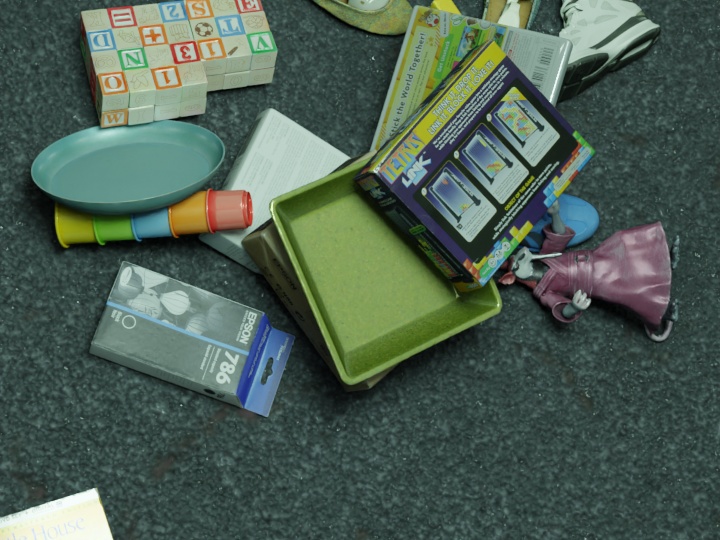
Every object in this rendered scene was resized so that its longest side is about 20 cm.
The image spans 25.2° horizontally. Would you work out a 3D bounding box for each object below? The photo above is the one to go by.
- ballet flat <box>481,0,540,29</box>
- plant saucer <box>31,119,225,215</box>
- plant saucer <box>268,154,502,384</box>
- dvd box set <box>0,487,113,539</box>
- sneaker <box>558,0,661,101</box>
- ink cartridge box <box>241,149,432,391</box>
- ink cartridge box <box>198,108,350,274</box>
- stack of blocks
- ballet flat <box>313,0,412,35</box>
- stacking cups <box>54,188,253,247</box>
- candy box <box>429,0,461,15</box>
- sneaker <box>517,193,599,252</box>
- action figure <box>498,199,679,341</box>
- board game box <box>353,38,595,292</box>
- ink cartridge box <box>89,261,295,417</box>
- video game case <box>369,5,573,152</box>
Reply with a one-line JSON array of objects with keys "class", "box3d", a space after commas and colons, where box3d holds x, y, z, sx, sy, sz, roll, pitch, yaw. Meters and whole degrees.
[{"class": "ballet flat", "box3d": [0.177, -0.306, 1.871, 0.074, 0.074, 0.200, 16, 68, -7]}, {"class": "plant saucer", "box3d": [-0.239, -0.104, 1.664, 0.199, 0.027, 0.200, -3, 28, 1]}, {"class": "plant saucer", "box3d": [0.020, -0.010, 1.633, 0.199, 0.048, 0.200, -24, 93, -24]}, {"class": "dvd box set", "box3d": [-0.293, 0.326, 1.551, 0.146, 0.029, 0.200, -15, 75, -18]}, {"class": "sneaker", "box3d": [0.245, -0.276, 1.884, 0.200, 0.076, 0.115, -28, 70, -29]}, {"class": "ink cartridge box", "box3d": [0.000, 0.000, 1.690, 0.165, 0.075, 0.200, -39, 98, -21]}, {"class": "ink cartridge box", "box3d": [-0.056, -0.057, 1.749, 0.200, 0.047, 0.160, 32, 65, -19]}, {"class": "stack of blocks", "box3d": [-0.195, -0.230, 1.748, 0.199, 0.059, 0.115, -10, 62, -17]}, {"class": "ballet flat", "box3d": [-0.026, -0.330, 1.832, 0.200, 0.071, 0.071, 26, 67, -4]}, {"class": "stacking cups", "box3d": [-0.211, -0.059, 1.663, 0.199, 0.061, 0.061, -4, 71, 4]}, {"class": "candy box", "box3d": [0.129, -0.203, 1.803, 0.026, 0.102, 0.200, -28, 79, -25]}, {"class": "sneaker", "box3d": [0.177, -0.067, 1.781, 0.199, 0.078, 0.066, 6, 68, -13]}, {"class": "action figure", "box3d": [0.249, -0.001, 1.771, 0.199, 0.149, 0.134, 1, 70, 9]}, {"class": "board game box", "box3d": [0.117, -0.106, 1.631, 0.165, 0.057, 0.200, 46, 70, -10]}, {"class": "ink cartridge box", "box3d": [-0.171, 0.071, 1.669, 0.200, 0.039, 0.100, 20, 67, -6]}, {"class": "video game case", "box3d": [0.115, -0.172, 1.732, 0.182, 0.023, 0.201, 16, 86, 18]}]
